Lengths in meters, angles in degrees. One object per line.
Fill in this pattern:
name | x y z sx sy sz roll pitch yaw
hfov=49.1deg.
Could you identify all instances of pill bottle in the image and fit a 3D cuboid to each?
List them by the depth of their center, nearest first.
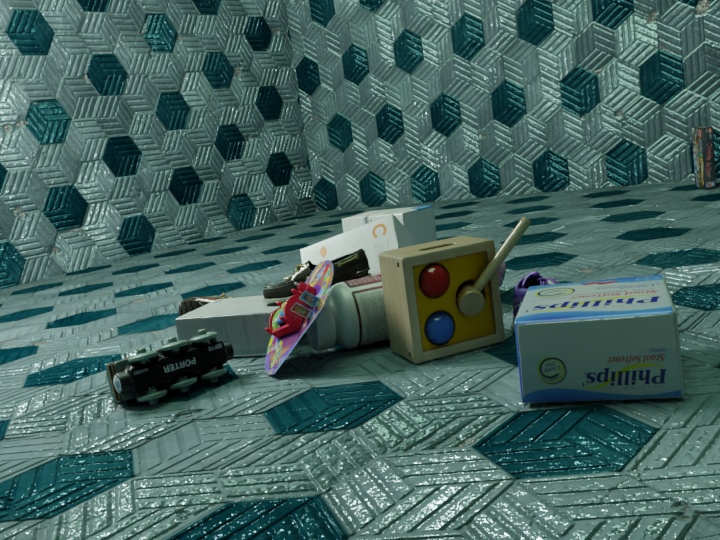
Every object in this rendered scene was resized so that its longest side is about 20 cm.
pill bottle | 0.009 0.067 1.308 0.196 0.112 0.109 -11 9 -17

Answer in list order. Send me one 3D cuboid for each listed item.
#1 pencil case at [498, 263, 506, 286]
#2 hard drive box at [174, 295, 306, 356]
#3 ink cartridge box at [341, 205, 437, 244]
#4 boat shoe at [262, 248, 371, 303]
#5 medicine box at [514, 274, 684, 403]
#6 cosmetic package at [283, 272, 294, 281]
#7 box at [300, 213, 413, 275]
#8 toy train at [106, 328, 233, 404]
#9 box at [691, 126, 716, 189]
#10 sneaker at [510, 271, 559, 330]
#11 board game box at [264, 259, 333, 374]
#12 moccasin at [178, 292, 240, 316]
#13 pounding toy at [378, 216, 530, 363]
pencil case | 0.215 0.022 1.494 0.086 0.089 0.199 -4 11 25
hard drive box | -0.208 0.098 1.431 0.196 0.078 0.156 -4 10 22
ink cartridge box | 0.077 -0.080 2.028 0.197 0.148 0.146 -1 11 39
boat shoe | -0.080 0.011 1.378 0.197 0.062 0.072 -13 8 5
medicine box | 0.293 0.081 0.974 0.178 0.105 0.200 -6 9 18
cosmetic package | -0.044 0.039 1.602 0.196 0.089 0.103 -6 8 26
box | 0.000 0.000 1.463 0.197 0.127 0.097 -19 -28 20
toy train | -0.296 0.148 1.219 0.198 0.087 0.113 -16 2 -39
box | 1.159 -0.383 2.664 0.037 0.204 0.137 -6 9 11
sneaker | 0.297 0.038 1.297 0.079 0.085 0.199 -4 9 24
board game box | -0.112 0.062 1.237 0.039 0.201 0.159 31 20 -18
moccasin | -0.288 0.083 1.620 0.198 0.075 0.077 -8 -1 27
pounding toy | 0.148 0.024 1.197 0.196 0.188 0.142 -11 10 -18
